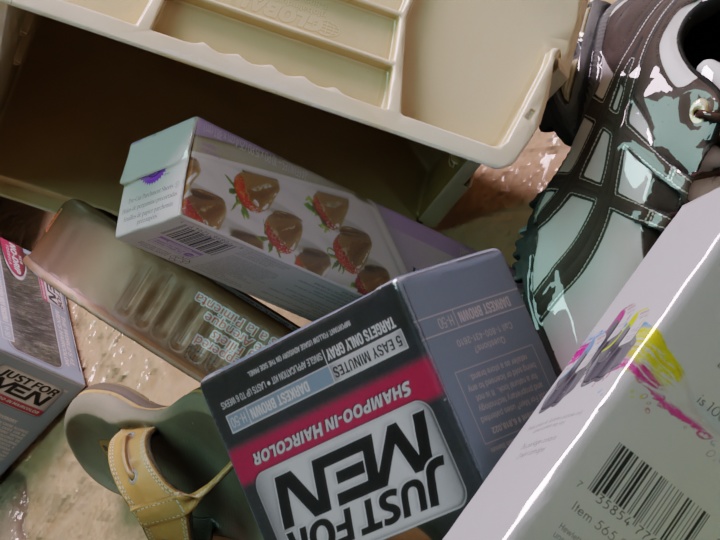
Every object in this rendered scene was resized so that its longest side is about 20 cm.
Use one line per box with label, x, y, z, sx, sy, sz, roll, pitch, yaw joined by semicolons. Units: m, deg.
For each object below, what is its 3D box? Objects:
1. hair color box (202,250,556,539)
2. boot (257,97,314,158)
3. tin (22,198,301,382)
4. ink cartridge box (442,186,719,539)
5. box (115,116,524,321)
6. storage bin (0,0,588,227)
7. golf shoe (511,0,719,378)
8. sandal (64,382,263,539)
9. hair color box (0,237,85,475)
hair color box;0.034;0.106;0.695;0.099;0.061;0.200;-28;83;39
boot;-0.043;-0.074;0.999;0.144;0.071;0.201;-13;55;54
tin;-0.039;0.035;0.820;0.042;0.200;0.112;-58;-4;3
ink cartridge box;0.122;0.051;0.630;0.200;0.115;0.068;-52;6;-19
box;0.000;0.000;0.775;0.041;0.200;0.039;-15;60;46
storage bin;-0.040;-0.073;0.812;0.200;0.198;0.094;129;158;-69
golf shoe;0.112;-0.027;0.761;0.094;0.078;0.200;-24;52;40
sandal;-0.086;0.092;0.919;0.054;0.080;0.200;-35;20;-28
hair color box;-0.237;0.083;1.133;0.200;0.061;0.099;-45;39;22
